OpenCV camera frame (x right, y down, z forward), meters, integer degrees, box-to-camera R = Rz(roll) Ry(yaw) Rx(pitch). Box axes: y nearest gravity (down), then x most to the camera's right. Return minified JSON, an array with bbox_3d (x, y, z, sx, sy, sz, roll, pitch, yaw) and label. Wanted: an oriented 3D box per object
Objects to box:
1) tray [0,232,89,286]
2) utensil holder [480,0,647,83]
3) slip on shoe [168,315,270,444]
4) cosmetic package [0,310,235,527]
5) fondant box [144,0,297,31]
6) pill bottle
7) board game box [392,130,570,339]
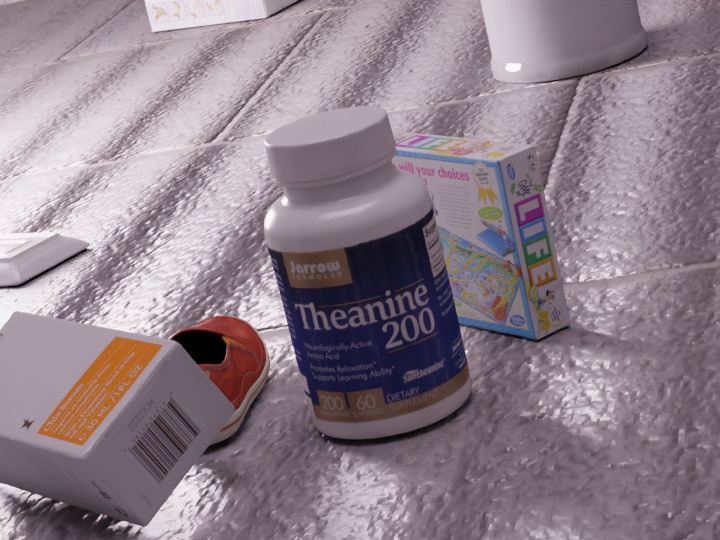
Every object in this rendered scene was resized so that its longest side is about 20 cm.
[{"bbox_3d":[-0.362,-0.013,2.072,0.200,0.022,0.107,-1,20,36],"label":"tray"},{"bbox_3d":[0.204,-0.318,2.324,0.170,0.200,0.170,-12,17,4],"label":"utensil holder"},{"bbox_3d":[-0.108,0.065,1.553,0.074,0.061,0.200,-13,15,8],"label":"slip on shoe"},{"bbox_3d":[-0.186,0.093,1.440,0.200,0.071,0.101,6,52,50],"label":"cosmetic package"},{"bbox_3d":[-0.186,-0.395,3.128,0.200,0.058,0.144,-4,19,31],"label":"fondant box"},{"bbox_3d":[0.000,0.000,1.434,0.111,0.200,0.111,-13,16,4],"label":"pill bottle"},{"bbox_3d":[0.064,-0.030,1.600,0.034,0.135,0.200,-24,20,-31],"label":"board game box"}]
